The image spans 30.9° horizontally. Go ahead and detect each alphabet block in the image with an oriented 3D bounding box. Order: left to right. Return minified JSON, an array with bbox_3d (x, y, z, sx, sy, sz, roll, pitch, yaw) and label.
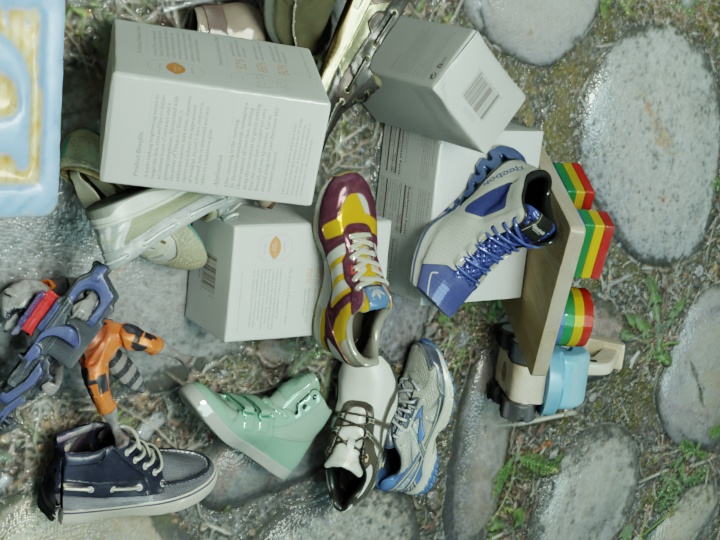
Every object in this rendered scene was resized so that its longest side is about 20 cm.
[{"bbox_3d":[-0.370,-0.158,1.080,0.194,0.199,0.199,-2,107,-36],"label":"alphabet block"}]

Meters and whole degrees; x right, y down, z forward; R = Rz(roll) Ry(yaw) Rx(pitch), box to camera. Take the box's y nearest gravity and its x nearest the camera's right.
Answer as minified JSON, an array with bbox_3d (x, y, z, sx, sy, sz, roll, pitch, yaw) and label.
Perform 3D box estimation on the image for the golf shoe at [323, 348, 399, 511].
[{"bbox_3d":[-0.001,0.186,1.507,0.095,0.077,0.203,-56,152,-67],"label":"golf shoe"}]

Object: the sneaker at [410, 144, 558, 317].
[{"bbox_3d":[0.144,-0.041,1.404,0.080,0.115,0.201,37,83,-35],"label":"sneaker"}]

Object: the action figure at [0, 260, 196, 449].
[{"bbox_3d":[-0.290,0.088,1.291,0.200,0.105,0.193,-46,111,-1],"label":"action figure"}]

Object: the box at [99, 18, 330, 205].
[{"bbox_3d":[-0.142,-0.150,1.228,0.197,0.153,0.107,6,117,-14],"label":"box"}]

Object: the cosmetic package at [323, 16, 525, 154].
[{"bbox_3d":[0.065,-0.204,1.381,0.081,0.199,0.113,-52,130,-9],"label":"cosmetic package"}]

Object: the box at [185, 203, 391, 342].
[{"bbox_3d":[-0.078,-0.002,1.407,0.198,0.097,0.126,-2,106,-35],"label":"box"}]

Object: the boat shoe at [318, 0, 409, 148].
[{"bbox_3d":[-0.008,-0.199,1.312,0.064,0.073,0.202,21,105,-5],"label":"boat shoe"}]

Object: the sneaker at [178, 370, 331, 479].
[{"bbox_3d":[-0.111,0.142,1.442,0.119,0.074,0.200,-51,137,-3],"label":"sneaker"}]

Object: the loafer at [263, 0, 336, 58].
[{"bbox_3d":[-0.051,-0.274,1.255,0.075,0.069,0.201,-54,157,-25],"label":"loafer"}]

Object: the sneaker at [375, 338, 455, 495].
[{"bbox_3d":[0.057,0.182,1.581,0.084,0.077,0.203,-1,105,-31],"label":"sneaker"}]

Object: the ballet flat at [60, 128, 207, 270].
[{"bbox_3d":[-0.232,-0.054,1.296,0.200,0.067,0.063,48,40,-29],"label":"ballet flat"}]

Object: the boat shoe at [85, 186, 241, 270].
[{"bbox_3d":[-0.174,-0.060,1.266,0.201,0.074,0.066,-24,105,-44],"label":"boat shoe"}]

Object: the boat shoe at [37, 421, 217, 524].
[{"bbox_3d":[-0.235,0.203,1.362,0.198,0.075,0.094,-8,129,-33],"label":"boat shoe"}]

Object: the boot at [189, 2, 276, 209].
[{"bbox_3d":[-0.132,-0.173,1.340,0.145,0.070,0.203,9,99,-31],"label":"boot"}]

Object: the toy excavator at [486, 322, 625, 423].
[{"bbox_3d":[0.266,0.128,1.687,0.197,0.195,0.101,6,103,-8],"label":"toy excavator"}]

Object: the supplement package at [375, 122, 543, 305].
[{"bbox_3d":[0.110,-0.074,1.512,0.154,0.111,0.203,-3,107,-35],"label":"supplement package"}]

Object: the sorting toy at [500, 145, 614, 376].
[{"bbox_3d":[0.229,-0.014,1.527,0.069,0.201,0.201,3,122,-11],"label":"sorting toy"}]

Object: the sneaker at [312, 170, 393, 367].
[{"bbox_3d":[0.000,0.000,1.344,0.074,0.090,0.203,-12,111,-32],"label":"sneaker"}]
